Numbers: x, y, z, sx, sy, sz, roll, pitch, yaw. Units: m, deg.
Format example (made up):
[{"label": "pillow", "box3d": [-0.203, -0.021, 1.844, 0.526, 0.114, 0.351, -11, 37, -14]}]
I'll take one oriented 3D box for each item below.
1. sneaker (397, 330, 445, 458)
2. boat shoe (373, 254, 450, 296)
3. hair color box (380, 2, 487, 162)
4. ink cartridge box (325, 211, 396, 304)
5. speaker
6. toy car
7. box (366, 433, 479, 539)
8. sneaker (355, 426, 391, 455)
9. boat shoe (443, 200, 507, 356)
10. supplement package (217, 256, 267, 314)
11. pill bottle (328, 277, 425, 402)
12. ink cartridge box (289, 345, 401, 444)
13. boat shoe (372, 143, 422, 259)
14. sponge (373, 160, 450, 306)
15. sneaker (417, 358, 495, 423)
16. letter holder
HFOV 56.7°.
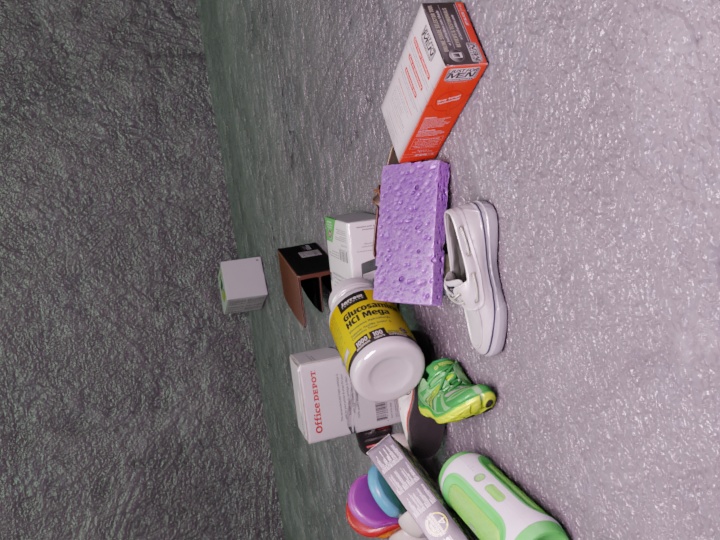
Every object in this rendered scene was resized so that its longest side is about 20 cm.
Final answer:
[{"label": "sneaker", "box3d": [0.084, 0.200, 1.096, 0.108, 0.067, 0.202, 151, 113, -72]}, {"label": "boat shoe", "box3d": [0.085, 0.002, 1.018, 0.200, 0.072, 0.062, 6, 90, 61]}, {"label": "hair color box", "box3d": [0.090, -0.240, 0.878, 0.200, 0.061, 0.102, 118, 140, -63]}, {"label": "ink cartridge box", "box3d": [0.000, 0.000, 1.226, 0.146, 0.084, 0.200, -154, 57, -69]}, {"label": "speaker", "box3d": [0.174, 0.305, 0.839, 0.200, 0.088, 0.089, -149, 53, -67]}, {"label": "toy car", "box3d": [0.048, 0.396, 1.158, 0.200, 0.150, 0.175, 103, 153, -49]}, {"label": "box", "box3d": [0.101, 0.336, 0.946, 0.200, 0.049, 0.161, 49, 175, 28]}, {"label": "sneaker", "box3d": [0.018, 0.273, 1.357, 0.087, 0.074, 0.200, 106, 156, -80]}, {"label": "boat shoe", "box3d": [0.136, 0.014, 0.845, 0.074, 0.067, 0.200, -168, 70, -71]}, {"label": "supplement package", "box3d": [-0.446, 0.058, 2.510, 0.200, 0.150, 0.152, 128, 131, -66]}, {"label": "pill bottle", "box3d": [0.015, 0.097, 1.028, 0.200, 0.112, 0.113, -119, 27, -54]}, {"label": "ink cartridge box", "box3d": [-0.017, 0.208, 1.188, 0.083, 0.200, 0.147, -162, 65, -70]}, {"label": "boat shoe", "box3d": [0.054, -0.106, 1.039, 0.070, 0.070, 0.200, -131, 38, -60]}, {"label": "sponge", "box3d": [0.071, -0.052, 0.945, 0.111, 0.030, 0.200, 1, 86, 47]}, {"label": "sneaker", "box3d": [0.122, 0.169, 0.949, 0.200, 0.074, 0.084, 155, 101, -72]}, {"label": "letter holder", "box3d": [-0.121, 0.036, 1.593, 0.200, 0.100, 0.142, -136, 38, -62]}]
